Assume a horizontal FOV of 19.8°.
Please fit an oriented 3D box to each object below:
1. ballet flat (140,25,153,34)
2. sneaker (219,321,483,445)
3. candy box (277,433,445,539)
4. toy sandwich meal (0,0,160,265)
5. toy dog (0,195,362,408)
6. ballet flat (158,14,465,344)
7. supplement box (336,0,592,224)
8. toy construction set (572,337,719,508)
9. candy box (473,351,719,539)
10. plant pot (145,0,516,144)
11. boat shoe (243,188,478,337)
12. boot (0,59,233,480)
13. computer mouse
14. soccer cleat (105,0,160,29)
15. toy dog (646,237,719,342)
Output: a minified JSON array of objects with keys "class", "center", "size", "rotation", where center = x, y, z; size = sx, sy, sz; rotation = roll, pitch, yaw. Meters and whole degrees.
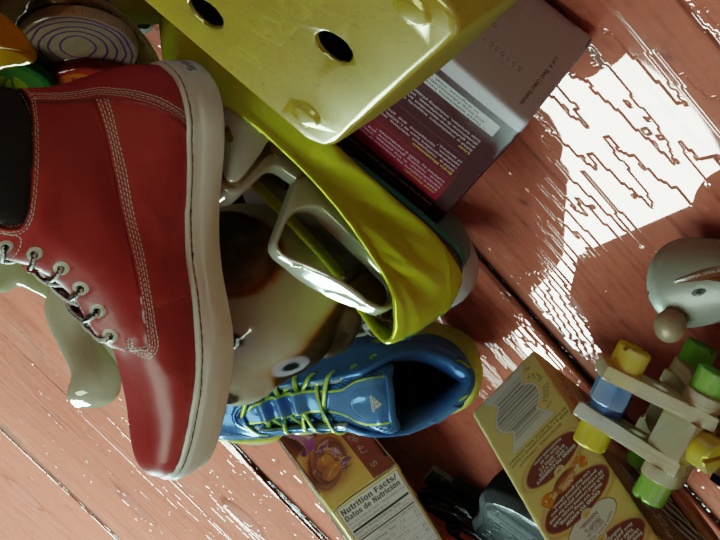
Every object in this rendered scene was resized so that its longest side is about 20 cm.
[{"class":"ballet flat","center":[-0.201,-0.148,1.167],"size":[0.199,0.064,0.068],"rotation":[17,148,35]},{"class":"sneaker","center":[-0.024,0.061,1.177],"size":[0.105,0.198,0.076],"rotation":[-167,70,-83]},{"class":"candy box","center":[0.017,0.176,1.402],"size":[0.117,0.056,0.201],"rotation":[48,170,51]},{"class":"toy sandwich meal","center":[-0.189,-0.059,0.994],"size":[0.204,0.071,0.206],"rotation":[-8,141,-7]},{"class":"toy dog","center":[-0.086,0.002,1.107],"size":[0.200,0.194,0.140],"rotation":[29,166,49]},{"class":"ballet flat","center":[-0.035,-0.043,0.989],"size":[0.200,0.067,0.067],"rotation":[44,155,-6]},{"class":"supplement box","center":[0.020,-0.084,0.996],"size":[0.109,0.061,0.200],"rotation":[40,154,-2]},{"class":"toy construction set","center":[0.202,0.106,1.013],"size":[0.200,0.092,0.131],"rotation":[44,-166,14]},{"class":"candy box","center":[0.141,0.136,1.091],"size":[0.115,0.055,0.200],"rotation":[38,-168,-27]},{"class":"plant pot","center":[0.005,-0.167,0.741],"size":[0.200,0.177,0.200],"rotation":[40,154,-7]},{"class":"boat shoe","center":[-0.002,0.002,1.154],"size":[0.199,0.074,0.068],"rotation":[9,139,45]},{"class":"boot","center":[-0.135,0.009,0.950],"size":[0.072,0.143,0.202],"rotation":[19,115,53]},{"class":"computer mouse","center":[0.112,0.156,1.308],"size":[0.138,0.053,0.200],"rotation":[38,165,3]},{"class":"soccer cleat","center":[-0.183,-0.180,1.086],"size":[0.199,0.084,0.065],"rotation":[21,-166,16]},{"class":"toy dog","center":[0.203,0.030,0.917],"size":[0.132,0.097,0.200],"rotation":[41,154,-9]}]
